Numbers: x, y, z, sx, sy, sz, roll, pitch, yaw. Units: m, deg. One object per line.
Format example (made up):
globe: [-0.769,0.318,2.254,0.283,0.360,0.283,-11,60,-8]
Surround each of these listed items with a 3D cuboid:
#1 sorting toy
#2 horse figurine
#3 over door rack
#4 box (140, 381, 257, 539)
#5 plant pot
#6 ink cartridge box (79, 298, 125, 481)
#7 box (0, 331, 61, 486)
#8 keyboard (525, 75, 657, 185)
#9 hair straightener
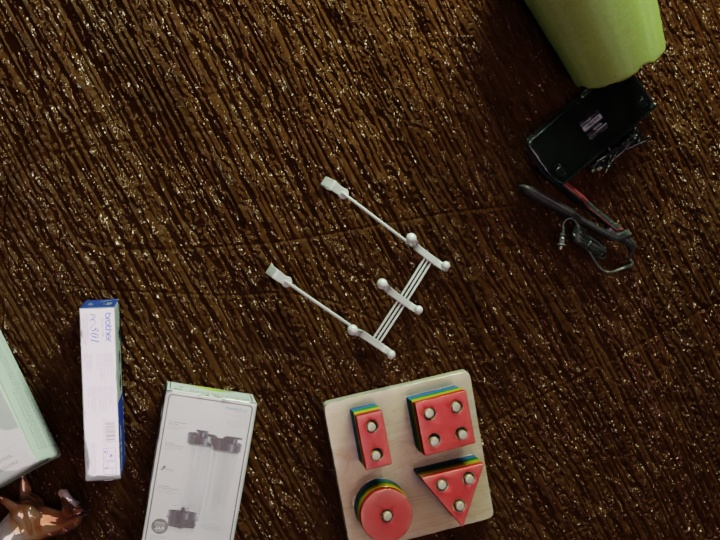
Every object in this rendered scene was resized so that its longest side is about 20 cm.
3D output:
sorting toy: [0.068,0.251,1.299,0.197,0.070,0.202,-12,96,-10]
horse figurine: [-0.441,0.313,1.220,0.200,0.050,0.133,-44,94,-7]
over door rack: [0.000,0.000,1.272,0.199,0.067,0.149,34,86,-11]
box: [-0.201,0.248,1.254,0.115,0.060,0.203,9,92,-11]
plant pot: [0.291,-0.339,1.260,0.199,0.200,0.191,-31,112,-7]
ink cartridge box: [-0.308,0.140,1.210,0.044,0.094,0.203,-2,94,-10]
box: [-0.481,0.173,1.145,0.197,0.131,0.202,-27,86,-7]
keyboard: [0.305,-0.179,1.332,0.199,0.040,0.105,-37,93,-18]
hair straightener: [0.286,-0.058,1.341,0.199,0.041,0.077,36,87,-15]
